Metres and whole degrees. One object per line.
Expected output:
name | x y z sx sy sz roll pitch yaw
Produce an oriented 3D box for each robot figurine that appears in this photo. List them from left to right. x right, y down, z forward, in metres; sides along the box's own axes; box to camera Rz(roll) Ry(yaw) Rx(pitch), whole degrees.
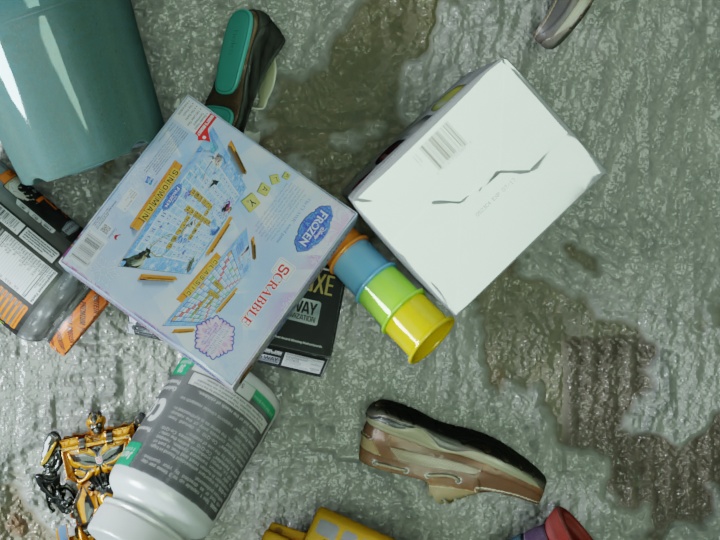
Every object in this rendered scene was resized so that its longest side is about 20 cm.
robot figurine | -0.251 0.244 1.312 0.144 0.058 0.202 -12 96 -5

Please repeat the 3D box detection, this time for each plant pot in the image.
plant pot | -0.286 -0.197 1.213 0.199 0.200 0.198 -19 105 -2

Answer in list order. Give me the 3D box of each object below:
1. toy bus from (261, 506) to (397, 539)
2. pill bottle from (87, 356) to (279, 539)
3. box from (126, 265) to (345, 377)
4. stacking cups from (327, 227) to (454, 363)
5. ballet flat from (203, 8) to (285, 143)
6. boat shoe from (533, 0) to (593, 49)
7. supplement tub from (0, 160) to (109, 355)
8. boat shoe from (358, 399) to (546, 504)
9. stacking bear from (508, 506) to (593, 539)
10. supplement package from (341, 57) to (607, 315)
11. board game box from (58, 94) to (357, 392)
toy bus | -0.002 0.302 1.312 0.199 0.065 0.079 22 77 10
pill bottle | -0.172 0.188 1.251 0.113 0.113 0.201 33 66 -6
box | -0.115 0.006 1.265 0.198 0.050 0.159 14 59 -5
stacking cups | 0.000 0.000 1.232 0.061 0.060 0.200 -46 75 1
ballet flat | -0.124 -0.159 1.277 0.068 0.068 0.201 26 87 -45
boat shoe | 0.218 -0.317 1.293 0.073 0.075 0.201 29 84 4
supplement tub | -0.335 -0.016 1.251 0.200 0.123 0.123 40 92 -7
boat shoe | 0.091 0.201 1.330 0.199 0.076 0.074 22 99 3
stacking bear | 0.159 0.346 1.327 0.200 0.121 0.114 -39 52 11
supplement package | 0.099 -0.083 1.236 0.191 0.200 0.147 -43 96 0
board game box | -0.139 -0.026 1.193 0.199 0.041 0.201 36 79 5
